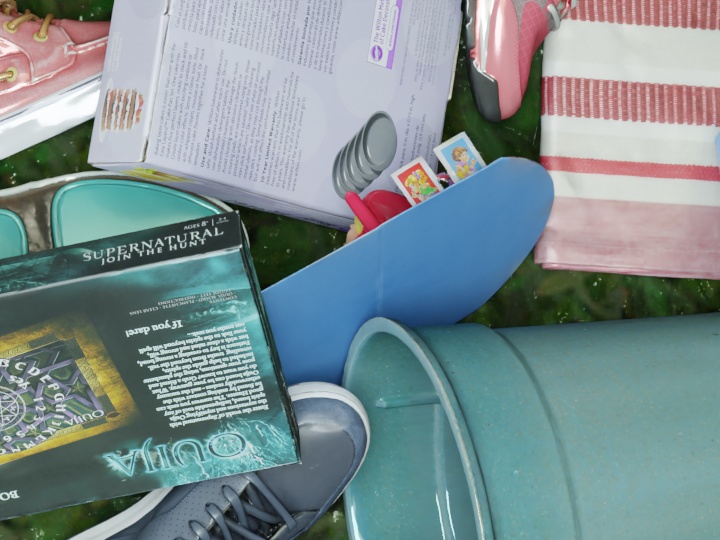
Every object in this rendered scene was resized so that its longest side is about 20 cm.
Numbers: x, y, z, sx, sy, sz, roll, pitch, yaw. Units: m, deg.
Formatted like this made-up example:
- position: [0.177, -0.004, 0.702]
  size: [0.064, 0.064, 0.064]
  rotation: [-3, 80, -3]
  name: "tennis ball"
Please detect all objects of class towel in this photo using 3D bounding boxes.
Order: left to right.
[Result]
- position: [0.164, -0.096, 1.334]
  size: [0.144, 0.023, 0.200]
  rotation: [4, 84, -7]
  name: "towel"

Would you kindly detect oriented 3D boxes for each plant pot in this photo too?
- position: [0.113, 0.105, 1.233]
  size: [0.196, 0.200, 0.200]
  rotation: [-10, 87, -18]
  name: "plant pot"

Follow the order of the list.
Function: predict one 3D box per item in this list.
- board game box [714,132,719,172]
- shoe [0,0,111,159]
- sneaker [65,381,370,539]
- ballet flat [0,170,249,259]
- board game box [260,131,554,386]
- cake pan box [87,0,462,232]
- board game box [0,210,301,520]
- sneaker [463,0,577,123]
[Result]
- position: [0.274, 0.006, 1.272]
  size: [0.200, 0.151, 0.037]
  rotation: [23, 127, -18]
  name: "board game box"
- position: [-0.168, -0.107, 1.252]
  size: [0.200, 0.071, 0.091]
  rotation: [-25, 96, -6]
  name: "shoe"
- position: [-0.069, 0.148, 1.190]
  size: [0.202, 0.146, 0.077]
  rotation: [-37, 116, 7]
  name: "sneaker"
- position: [-0.157, -0.011, 1.252]
  size: [0.200, 0.069, 0.069]
  rotation: [-4, 86, -15]
  name: "ballet flat"
- position: [0.000, 0.000, 1.239]
  size: [0.200, 0.158, 0.039]
  rotation: [-29, 68, -13]
  name: "board game box"
- position: [-0.033, -0.128, 1.245]
  size: [0.184, 0.052, 0.200]
  rotation: [12, 84, -43]
  name: "cake pan box"
- position: [-0.136, 0.051, 1.151]
  size: [0.200, 0.028, 0.135]
  rotation: [-11, 130, 3]
  name: "board game box"
- position: [0.104, -0.169, 1.287]
  size: [0.087, 0.074, 0.200]
  rotation: [12, 83, 5]
  name: "sneaker"
